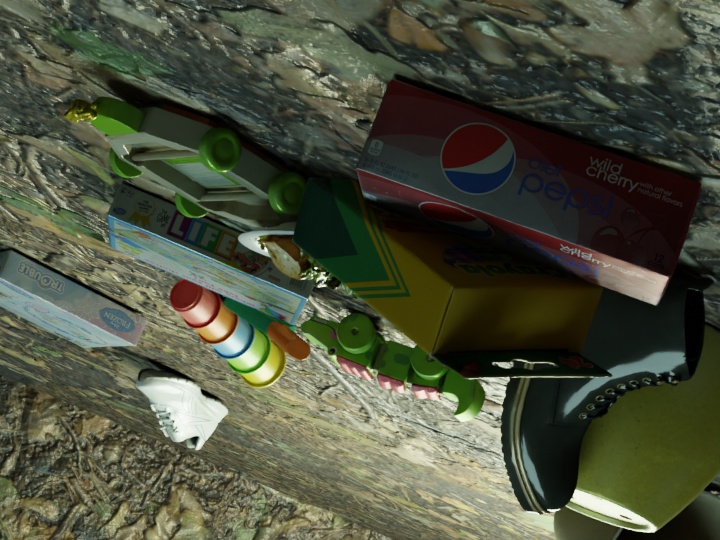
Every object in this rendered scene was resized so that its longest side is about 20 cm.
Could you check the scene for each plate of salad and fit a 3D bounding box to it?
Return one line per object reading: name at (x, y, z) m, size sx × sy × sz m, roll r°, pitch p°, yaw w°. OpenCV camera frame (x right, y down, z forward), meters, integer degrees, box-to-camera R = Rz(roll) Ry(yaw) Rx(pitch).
plate of salad at (0.000, 0.000, 1.272) m, size 0.198 × 0.049 × 0.200 m, roll 8°, pitch 171°, yaw 1°

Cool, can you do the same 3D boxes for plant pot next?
plant pot at (0.207, 0.120, 1.272) m, size 0.199 × 0.143 × 0.200 m, roll 21°, pitch 166°, yaw 6°
plant pot at (0.297, 0.303, 1.784) m, size 0.186 × 0.188 × 0.200 m, roll 28°, pitch 179°, yaw -23°

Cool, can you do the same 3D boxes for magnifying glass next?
magnifying glass at (-0.087, 0.055, 1.618) m, size 0.079 × 0.023 × 0.200 m, roll 28°, pitch -177°, yaw -20°

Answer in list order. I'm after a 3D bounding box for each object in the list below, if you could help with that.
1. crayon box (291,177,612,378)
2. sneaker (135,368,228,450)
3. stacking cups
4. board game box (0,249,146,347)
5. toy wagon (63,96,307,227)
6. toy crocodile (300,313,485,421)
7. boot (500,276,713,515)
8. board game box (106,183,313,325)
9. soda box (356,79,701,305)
crayon box at (0.062, 0.002, 1.025) m, size 0.126 × 0.051 × 0.200 m, roll 1°, pitch -155°, yaw -38°
sneaker at (-0.273, 0.209, 2.427) m, size 0.074 × 0.088 × 0.200 m, roll 13°, pitch 162°, yaw 37°
stacking cups at (-0.147, 0.063, 1.793) m, size 0.060 × 0.061 × 0.200 m, roll 14°, pitch 158°, yaw 29°
board game box at (-0.402, 0.040, 2.094) m, size 0.199 × 0.044 × 0.199 m, roll 30°, pitch 165°, yaw -25°
toy wagon at (-0.134, -0.087, 1.242) m, size 0.199 × 0.040 × 0.155 m, roll 32°, pitch 162°, yaw -33°
toy crocodile at (0.031, 0.092, 1.596) m, size 0.198 × 0.062 × 0.068 m, roll 19°, pitch 165°, yaw 16°
boot at (0.176, 0.089, 1.141) m, size 0.137 × 0.202 × 0.077 m, roll 10°, pitch -157°, yaw 31°
board game box at (-0.141, -0.013, 1.531) m, size 0.199 × 0.034 × 0.134 m, roll 23°, pitch 166°, yaw -3°
soda box at (0.101, -0.047, 0.983) m, size 0.198 × 0.064 × 0.070 m, roll 19°, pitch 166°, yaw 9°
